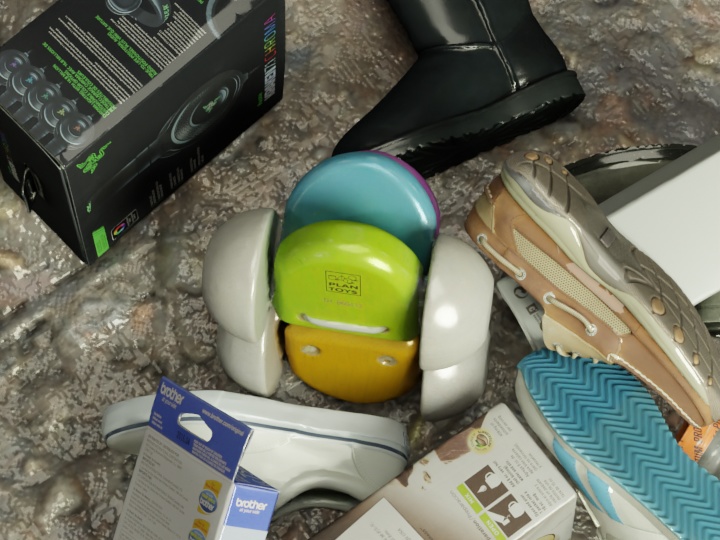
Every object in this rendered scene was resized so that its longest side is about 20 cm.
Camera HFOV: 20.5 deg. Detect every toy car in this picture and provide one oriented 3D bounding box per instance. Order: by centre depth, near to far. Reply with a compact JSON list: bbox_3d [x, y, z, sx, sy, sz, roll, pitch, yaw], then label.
[{"bbox_3d":[0.000,0.000,1.259,0.175,0.200,0.150,8,65,7],"label":"toy car"}]

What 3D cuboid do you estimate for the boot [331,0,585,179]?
[{"bbox_3d":[0.038,-0.155,1.377,0.200,0.076,0.168,-23,77,-18],"label":"boot"}]

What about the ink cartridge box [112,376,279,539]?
[{"bbox_3d":[-0.108,0.175,1.197,0.042,0.119,0.200,12,96,-34],"label":"ink cartridge box"}]

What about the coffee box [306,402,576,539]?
[{"bbox_3d":[0.031,0.183,1.230,0.200,0.113,0.080,-35,69,-12],"label":"coffee box"}]

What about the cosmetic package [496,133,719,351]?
[{"bbox_3d":[0.195,-0.019,1.272,0.200,0.113,0.081,-30,93,17],"label":"cosmetic package"}]

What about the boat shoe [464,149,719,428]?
[{"bbox_3d":[0.142,0.019,1.202,0.072,0.076,0.200,-43,83,24],"label":"boat shoe"}]

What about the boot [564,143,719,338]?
[{"bbox_3d":[0.227,-0.017,1.348,0.200,0.068,0.131,-4,79,-1],"label":"boot"}]

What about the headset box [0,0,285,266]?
[{"bbox_3d":[-0.152,-0.116,1.302,0.200,0.174,0.093,-42,77,-16],"label":"headset box"}]

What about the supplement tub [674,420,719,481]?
[{"bbox_3d":[0.288,0.154,1.256,0.200,0.123,0.123,30,72,8],"label":"supplement tub"}]

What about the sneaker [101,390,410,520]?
[{"bbox_3d":[-0.068,0.122,1.275,0.200,0.073,0.071,5,67,-1],"label":"sneaker"}]

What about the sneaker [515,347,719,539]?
[{"bbox_3d":[0.161,0.131,1.206,0.076,0.081,0.200,-28,67,-33],"label":"sneaker"}]
